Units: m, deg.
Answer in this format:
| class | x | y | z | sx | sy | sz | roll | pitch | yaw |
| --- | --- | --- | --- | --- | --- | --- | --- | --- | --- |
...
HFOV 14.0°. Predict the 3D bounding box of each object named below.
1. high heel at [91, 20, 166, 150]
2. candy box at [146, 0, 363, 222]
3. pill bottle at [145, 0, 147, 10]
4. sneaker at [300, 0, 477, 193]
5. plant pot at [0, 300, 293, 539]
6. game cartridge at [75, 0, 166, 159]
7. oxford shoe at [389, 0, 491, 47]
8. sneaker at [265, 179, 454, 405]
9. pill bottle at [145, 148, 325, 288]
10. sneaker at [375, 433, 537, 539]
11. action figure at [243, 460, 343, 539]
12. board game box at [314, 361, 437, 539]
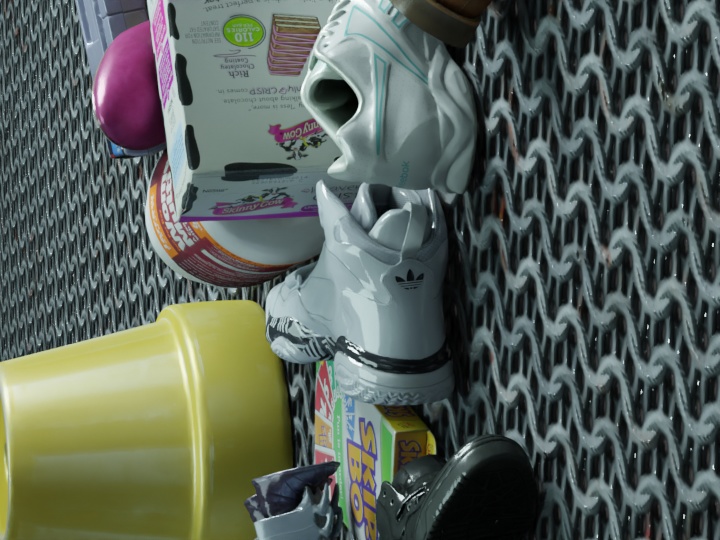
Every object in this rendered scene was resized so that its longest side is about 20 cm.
| class | x | y | z | sx | sy | sz | roll | pitch | yaw |
| --- | --- | --- | --- | --- | --- | --- | --- | --- | --- |
| high heel | -0.080 | -0.131 | 1.713 | 0.096 | 0.200 | 0.067 | -21 | 99 | 32 |
| candy box | -0.047 | -0.129 | 1.660 | 0.061 | 0.136 | 0.200 | 113 | 151 | -60 |
| pill bottle | -0.090 | -0.218 | 1.851 | 0.200 | 0.113 | 0.113 | 121 | 144 | -65 |
| sneaker | 0.006 | -0.122 | 1.574 | 0.071 | 0.080 | 0.200 | 100 | 162 | -44 |
| plant pot | -0.159 | 0.125 | 2.024 | 0.201 | 0.188 | 0.201 | 177 | 90 | -76 |
| game cartridge | -0.154 | -0.136 | 1.866 | 0.200 | 0.038 | 0.130 | -173 | 75 | -81 |
| oxford shoe | 0.040 | -0.189 | 1.498 | 0.071 | 0.071 | 0.200 | -55 | 30 | 20 |
| sneaker | 0.000 | 0.000 | 1.630 | 0.200 | 0.075 | 0.115 | -149 | 59 | -66 |
| pill bottle | -0.073 | -0.047 | 1.819 | 0.200 | 0.109 | 0.110 | 155 | 112 | -74 |
| sneaker | 0.041 | 0.129 | 1.516 | 0.200 | 0.060 | 0.104 | 98 | 158 | -44 |
| action figure | -0.023 | 0.215 | 1.672 | 0.130 | 0.069 | 0.200 | 46 | -147 | -76 |
| board game box | 0.008 | 0.112 | 1.709 | 0.200 | 0.030 | 0.096 | -137 | 46 | -66 |
